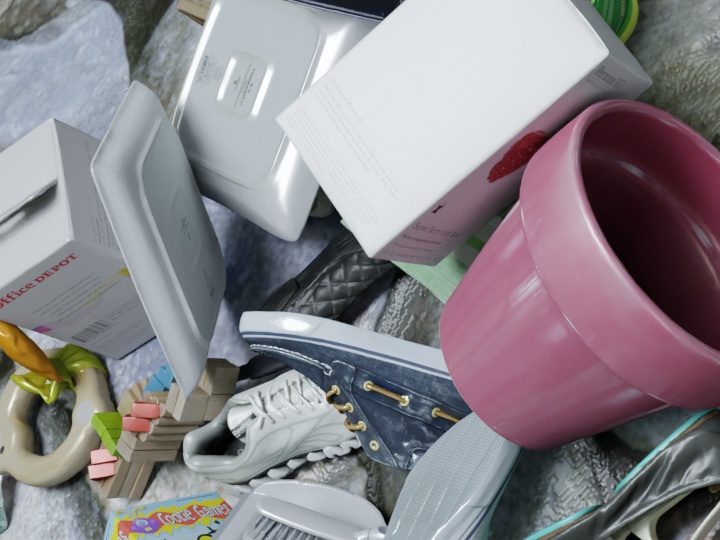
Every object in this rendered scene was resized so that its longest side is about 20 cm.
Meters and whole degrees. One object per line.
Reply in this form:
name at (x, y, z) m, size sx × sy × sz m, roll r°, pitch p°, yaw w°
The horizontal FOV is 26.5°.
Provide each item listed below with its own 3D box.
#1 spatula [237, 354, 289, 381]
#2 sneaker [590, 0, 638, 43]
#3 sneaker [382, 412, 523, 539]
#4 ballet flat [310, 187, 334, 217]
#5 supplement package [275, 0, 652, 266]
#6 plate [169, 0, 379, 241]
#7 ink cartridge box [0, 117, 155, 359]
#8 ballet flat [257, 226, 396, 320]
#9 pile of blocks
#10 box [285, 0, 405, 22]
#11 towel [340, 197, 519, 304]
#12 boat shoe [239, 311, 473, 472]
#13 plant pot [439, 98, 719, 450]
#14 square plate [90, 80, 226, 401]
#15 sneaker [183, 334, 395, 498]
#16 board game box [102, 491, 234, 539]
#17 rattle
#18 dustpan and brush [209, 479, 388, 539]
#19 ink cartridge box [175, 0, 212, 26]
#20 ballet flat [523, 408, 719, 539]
spatula at (-0.102, 0.082, 1.231) m, size 0.199 × 0.020 × 0.057 m, roll -22°, pitch 67°, yaw 46°
sneaker at (0.117, -0.144, 1.095) m, size 0.074 × 0.084 × 0.200 m, roll 31°, pitch 81°, yaw 40°
sneaker at (0.059, 0.189, 1.046) m, size 0.073 × 0.071 × 0.201 m, roll 22°, pitch 78°, yaw 55°
ballet flat at (-0.024, -0.082, 1.238) m, size 0.199 × 0.071 × 0.071 m, roll -29°, pitch 58°, yaw 28°
supplement package at (0.070, -0.111, 1.007) m, size 0.200 × 0.121 × 0.120 m, roll -40°, pitch 72°, yaw 17°
plate at (-0.086, -0.146, 1.234) m, size 0.200 × 0.032 × 0.201 m, roll 27°, pitch 99°, yaw 44°
ink cartridge box at (-0.242, -0.028, 1.298) m, size 0.128 × 0.200 × 0.126 m, roll -30°, pitch 57°, yaw 25°
ballet flat at (0.000, 0.000, 1.207) m, size 0.200 × 0.057 × 0.067 m, roll -39°, pitch 27°, yaw 15°
pile of blocks at (-0.179, 0.118, 1.254) m, size 0.200 × 0.062 × 0.082 m, roll -42°, pitch 57°, yaw 38°
box at (0.048, -0.253, 1.140) m, size 0.148 × 0.199 × 0.105 m, roll 21°, pitch 116°, yaw 42°
towel at (0.097, -0.073, 1.135) m, size 0.200 × 0.023 × 0.152 m, roll -49°, pitch 50°, yaw -3°
boat shoe at (0.000, 0.090, 1.102) m, size 0.199 × 0.071 × 0.092 m, roll 13°, pitch 83°, yaw 7°
plant pot at (0.153, 0.020, 0.986) m, size 0.179 × 0.199 × 0.201 m, roll -41°, pitch 51°, yaw 40°
square plate at (-0.147, -0.031, 1.189) m, size 0.028 × 0.199 × 0.200 m, roll -16°, pitch 24°, yaw 9°
sneaker at (-0.051, 0.111, 1.177) m, size 0.200 × 0.081 × 0.075 m, roll -36°, pitch 53°, yaw 22°
board game box at (-0.104, 0.265, 1.126) m, size 0.200 × 0.104 × 0.104 m, roll 36°, pitch 119°, yaw 41°
rattle at (-0.324, 0.144, 1.347) m, size 0.199 × 0.143 × 0.131 m, roll -34°, pitch 73°, yaw 17°
dustpan and brush at (-0.011, 0.196, 1.110) m, size 0.199 × 0.140 × 0.058 m, roll 15°, pitch 113°, yaw 12°
ink cartridge box at (-0.045, -0.259, 1.309) m, size 0.200 × 0.075 × 0.165 m, roll 29°, pitch 91°, yaw 42°
ballet flat at (0.172, 0.168, 0.988) m, size 0.200 × 0.068 × 0.069 m, roll -40°, pitch 65°, yaw 20°
